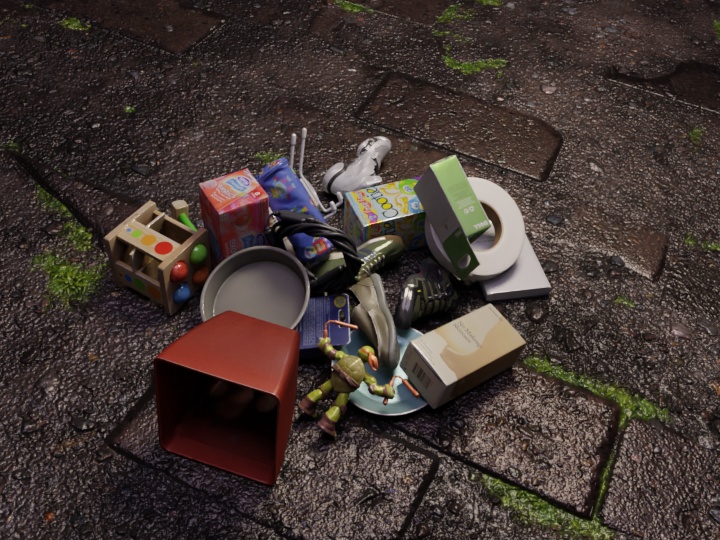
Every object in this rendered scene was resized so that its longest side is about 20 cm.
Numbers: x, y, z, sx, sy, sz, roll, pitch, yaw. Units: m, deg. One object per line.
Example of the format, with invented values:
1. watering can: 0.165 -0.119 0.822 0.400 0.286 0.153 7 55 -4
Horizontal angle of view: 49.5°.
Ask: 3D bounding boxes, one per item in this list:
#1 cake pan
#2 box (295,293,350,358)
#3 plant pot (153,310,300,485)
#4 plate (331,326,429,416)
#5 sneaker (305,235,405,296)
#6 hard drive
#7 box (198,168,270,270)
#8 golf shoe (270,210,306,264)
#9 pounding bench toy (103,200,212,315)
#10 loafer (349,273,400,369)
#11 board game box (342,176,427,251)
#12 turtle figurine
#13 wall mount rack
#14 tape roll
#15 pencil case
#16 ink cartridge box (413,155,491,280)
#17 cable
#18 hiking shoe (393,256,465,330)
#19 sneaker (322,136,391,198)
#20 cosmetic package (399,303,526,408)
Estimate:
1. cake pan: -0.182 0.052 1.370 0.198 0.037 0.202 -5 60 9
2. box: -0.116 0.103 1.390 0.197 0.033 0.122 -6 46 3
3. plant pot: -0.190 0.180 1.226 0.198 0.202 0.177 15 37 10
4. plate: 0.047 0.173 1.357 0.197 0.026 0.202 3 46 -3
5. sneaker: 0.000 0.000 1.491 0.198 0.068 0.090 -15 46 -9
6. hard drive: 0.285 -0.025 1.567 0.130 0.026 0.201 -6 47 -10
7. box: -0.228 -0.072 1.447 0.102 0.201 0.095 -22 50 -24
8. golf shoe: -0.173 -0.086 1.543 0.199 0.092 0.075 35 51 24
9. pounding bench toy: -0.343 -0.042 1.462 0.155 0.125 0.200 25 49 18
10. loafer: 0.023 0.094 1.374 0.069 0.076 0.201 -14 44 -1
11. board game box: 0.075 -0.107 1.573 0.198 0.106 0.103 -14 49 -17
12. turtle figurine: -0.017 0.186 1.266 0.199 0.064 0.162 37 89 17
13. wall mount rack: -0.105 -0.189 1.575 0.074 0.175 0.200 -30 10 12
14. tape roll: 0.221 -0.080 1.510 0.200 0.037 0.205 5 73 -15
15. pencil case: -0.123 -0.108 1.453 0.086 0.201 0.078 -31 12 5
16. ink cartridge box: 0.177 -0.095 1.426 0.059 0.104 0.202 -23 80 -20
17. cable: -0.083 -0.023 1.391 0.198 0.165 0.051 13 38 26
18. hiking shoe: 0.130 0.048 1.440 0.100 0.076 0.200 23 40 13
19. sneaker: 0.021 -0.208 1.691 0.115 0.076 0.199 36 58 26
20. cosmetic package: 0.176 0.143 1.338 0.199 0.071 0.105 -23 59 -35
